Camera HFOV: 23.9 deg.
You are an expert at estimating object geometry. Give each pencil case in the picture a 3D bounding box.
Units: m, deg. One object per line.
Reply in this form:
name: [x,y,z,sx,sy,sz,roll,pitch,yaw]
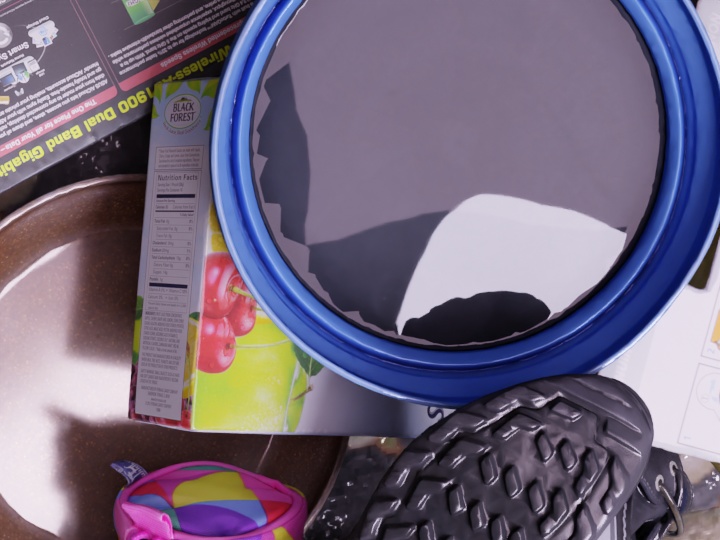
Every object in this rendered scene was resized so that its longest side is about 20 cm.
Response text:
pencil case: [-0.074,0.178,0.727,0.088,0.088,0.201,-2,108,-19]

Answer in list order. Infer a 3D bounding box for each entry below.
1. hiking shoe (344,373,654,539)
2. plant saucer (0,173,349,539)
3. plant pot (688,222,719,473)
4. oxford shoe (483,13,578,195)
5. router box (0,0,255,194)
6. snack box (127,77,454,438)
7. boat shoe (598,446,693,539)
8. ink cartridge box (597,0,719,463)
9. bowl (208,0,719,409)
hiking shoe: [0.034,0.108,0.679,0.200,0.101,0.076,-41,82,13]
plant saucer: [-0.102,0.056,0.762,0.200,0.037,0.201,-2,97,-20]
plant pot: [0.219,0.026,0.816,0.200,0.142,0.201,-2,96,-19]
oxford shoe: [0.037,-0.107,0.723,0.200,0.072,0.071,60,32,-2]
router box: [-0.133,-0.129,0.717,0.200,0.062,0.150,-30,104,-14]
snack box: [0.000,0.000,0.745,0.200,0.053,0.143,7,88,-40]
boat shoe: [0.115,0.094,0.760,0.066,0.200,0.070,10,112,1]
ink cartridge box: [0.201,-0.005,0.710,0.173,0.044,0.201,15,91,5]
bowl: [0.041,-0.048,0.660,0.200,0.039,0.201,-1,101,-7]
